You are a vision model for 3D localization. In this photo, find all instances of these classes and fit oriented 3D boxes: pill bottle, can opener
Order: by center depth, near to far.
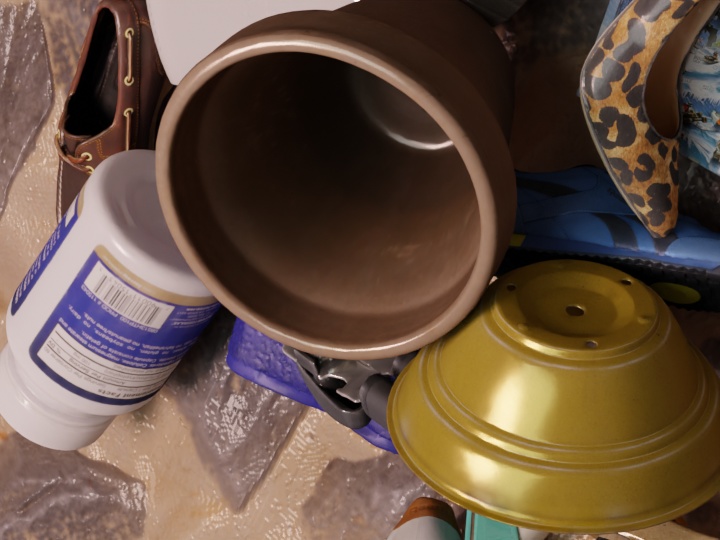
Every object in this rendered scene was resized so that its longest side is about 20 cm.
[{"bbox_3d":[0.030,0.084,1.498,0.200,0.053,0.067,35,152,38],"label":"can opener"},{"bbox_3d":[-0.168,0.026,1.658,0.120,0.120,0.200,52,129,17],"label":"pill bottle"}]

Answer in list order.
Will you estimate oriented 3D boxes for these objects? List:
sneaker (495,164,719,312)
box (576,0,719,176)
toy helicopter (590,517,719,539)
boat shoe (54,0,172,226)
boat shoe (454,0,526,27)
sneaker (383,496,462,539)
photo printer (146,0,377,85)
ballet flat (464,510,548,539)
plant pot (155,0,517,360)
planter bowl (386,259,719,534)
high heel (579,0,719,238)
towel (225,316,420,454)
[{"bbox_3d":[0.154,-0.027,1.430,0.200,0.066,0.079,10,68,24],"label":"sneaker"},{"bbox_3d":[0.226,-0.116,1.368,0.200,0.040,0.137,33,119,29],"label":"box"},{"bbox_3d":[0.218,0.180,1.405,0.200,0.132,0.079,22,77,17],"label":"toy helicopter"},{"bbox_3d":[-0.175,-0.100,1.670,0.070,0.070,0.200,31,119,28],"label":"boat shoe"},{"bbox_3d":[0.111,-0.217,1.407,0.076,0.072,0.200,44,136,-12],"label":"boat shoe"},{"bbox_3d":[0.034,0.226,1.592,0.073,0.085,0.200,13,132,-5],"label":"sneaker"},{"bbox_3d":[-0.055,-0.194,1.553,0.200,0.069,0.167,3,102,38],"label":"photo printer"},{"bbox_3d":[0.098,0.112,1.507,0.070,0.067,0.200,2,104,21],"label":"ballet flat"},{"bbox_3d":[0.007,-0.075,1.401,0.200,0.175,0.200,10,122,17],"label":"plant pot"},{"bbox_3d":[0.116,0.051,1.370,0.200,0.200,0.084,26,130,32],"label":"planter bowl"},{"bbox_3d":[0.190,-0.119,1.336,0.142,0.071,0.200,-8,103,24],"label":"high heel"},{"bbox_3d":[0.000,0.000,1.572,0.148,0.050,0.200,26,115,24],"label":"towel"}]
